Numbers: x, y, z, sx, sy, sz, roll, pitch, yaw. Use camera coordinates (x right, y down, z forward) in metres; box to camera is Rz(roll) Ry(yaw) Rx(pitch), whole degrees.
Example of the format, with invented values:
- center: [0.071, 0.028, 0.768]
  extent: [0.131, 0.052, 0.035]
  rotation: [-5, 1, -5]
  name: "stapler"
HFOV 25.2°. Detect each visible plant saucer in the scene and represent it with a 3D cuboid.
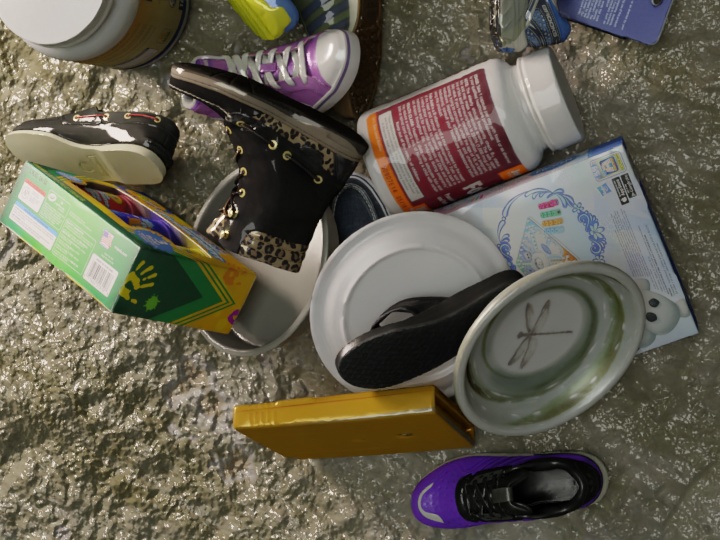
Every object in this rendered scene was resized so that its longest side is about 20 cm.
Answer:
- center: [0.169, 0.063, 1.503]
  extent: [0.200, 0.200, 0.050]
  rotation: [-47, 43, 13]
  name: "plant saucer"

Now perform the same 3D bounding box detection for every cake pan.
- center: [-0.096, -0.011, 1.623]
  extent: [0.200, 0.037, 0.201]
  rotation: [-11, 73, 40]
  name: "cake pan"

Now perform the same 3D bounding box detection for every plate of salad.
- center: [0.049, 0.035, 1.543]
  extent: [0.199, 0.048, 0.201]
  rotation: [-3, 112, -9]
  name: "plate of salad"

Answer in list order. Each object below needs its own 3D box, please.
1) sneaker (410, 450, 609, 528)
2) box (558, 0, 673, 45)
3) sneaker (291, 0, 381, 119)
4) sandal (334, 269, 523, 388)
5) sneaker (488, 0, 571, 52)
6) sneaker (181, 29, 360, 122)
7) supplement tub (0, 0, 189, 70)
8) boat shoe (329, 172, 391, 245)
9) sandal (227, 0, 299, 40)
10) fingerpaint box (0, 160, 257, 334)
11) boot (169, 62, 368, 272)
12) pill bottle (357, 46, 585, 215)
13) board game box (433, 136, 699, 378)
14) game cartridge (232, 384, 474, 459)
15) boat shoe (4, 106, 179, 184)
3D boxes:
- center: [0.138, 0.214, 1.577]
  extent: [0.199, 0.099, 0.070]
  rotation: [-12, 88, 15]
  name: "sneaker"
- center: [0.215, -0.302, 1.565]
  extent: [0.199, 0.032, 0.122]
  rotation: [22, 99, 15]
  name: "box"
- center: [-0.031, -0.256, 1.625]
  extent: [0.089, 0.067, 0.201]
  rotation: [7, 100, 30]
  name: "sneaker"
- center: [0.064, 0.052, 1.502]
  extent: [0.200, 0.076, 0.048]
  rotation: [-22, 45, -15]
  name: "sandal"
- center: [0.167, -0.304, 1.532]
  extent: [0.085, 0.077, 0.201]
  rotation: [2, 86, -5]
  name: "sneaker"
- center: [-0.097, -0.187, 1.573]
  extent: [0.200, 0.114, 0.073]
  rotation: [-22, 68, 43]
  name: "sneaker"
- center: [-0.269, -0.278, 1.613]
  extent: [0.144, 0.200, 0.145]
  rotation: [1, 93, 15]
  name: "supplement tub"
- center: [0.000, 0.000, 1.610]
  extent: [0.070, 0.091, 0.201]
  rotation: [-10, 90, 15]
  name: "boat shoe"
- center: [-0.103, -0.298, 1.597]
  extent: [0.087, 0.080, 0.200]
  rotation: [-33, 42, -3]
  name: "sandal"
- center: [-0.230, -0.024, 1.599]
  extent: [0.200, 0.167, 0.074]
  rotation: [34, 102, 38]
  name: "fingerpaint box"
- center: [-0.109, -0.099, 1.533]
  extent: [0.199, 0.073, 0.151]
  rotation: [23, 105, -5]
  name: "boot"
- center: [0.108, -0.135, 1.562]
  extent: [0.199, 0.114, 0.115]
  rotation: [-21, 87, 16]
  name: "pill bottle"
- center: [0.197, 0.000, 1.557]
  extent: [0.198, 0.043, 0.201]
  rotation: [-21, 102, 15]
  name: "board game box"
- center: [-0.003, 0.151, 1.577]
  extent: [0.199, 0.176, 0.033]
  rotation: [-5, 72, 15]
  name: "game cartridge"
- center: [-0.282, -0.134, 1.699]
  extent: [0.200, 0.074, 0.063]
  rotation: [6, 56, 26]
  name: "boat shoe"
